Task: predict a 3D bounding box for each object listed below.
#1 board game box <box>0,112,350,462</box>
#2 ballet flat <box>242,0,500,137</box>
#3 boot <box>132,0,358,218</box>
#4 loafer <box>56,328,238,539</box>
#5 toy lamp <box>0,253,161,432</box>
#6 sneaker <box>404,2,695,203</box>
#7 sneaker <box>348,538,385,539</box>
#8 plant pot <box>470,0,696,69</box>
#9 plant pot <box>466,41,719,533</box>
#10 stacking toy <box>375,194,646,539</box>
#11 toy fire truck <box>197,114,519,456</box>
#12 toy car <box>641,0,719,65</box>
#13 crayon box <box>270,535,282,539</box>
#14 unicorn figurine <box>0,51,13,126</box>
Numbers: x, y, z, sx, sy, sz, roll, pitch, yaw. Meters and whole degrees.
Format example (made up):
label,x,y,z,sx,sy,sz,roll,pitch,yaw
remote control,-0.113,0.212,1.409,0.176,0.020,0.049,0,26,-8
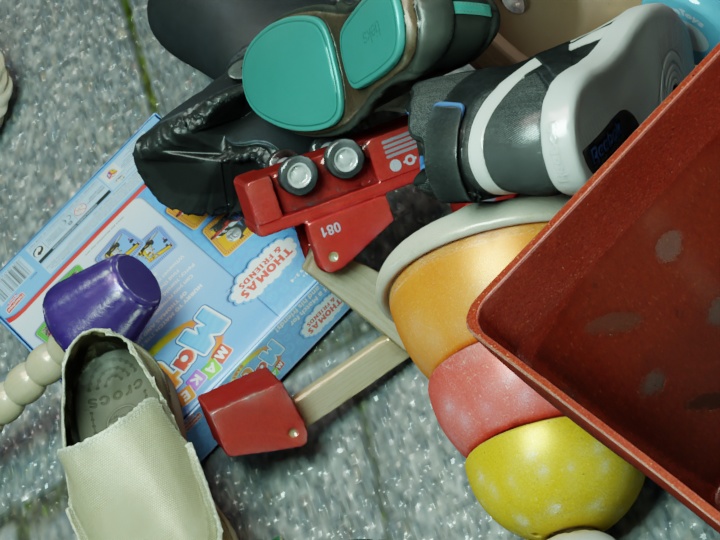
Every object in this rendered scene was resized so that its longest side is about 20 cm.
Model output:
label,x,y,z,sx,sy,sz,roll,pitch,yaw
board game box,-0.110,0.013,1.440,0.151,0.037,0.200,-45,43,-6
ballet flat,0.009,-0.105,1.288,0.200,0.068,0.068,-7,90,64
boot,-0.080,-0.106,1.453,0.199,0.077,0.168,13,41,33
loafer,-0.113,0.106,1.272,0.075,0.068,0.200,-30,45,3
toy lamp,-0.184,0.062,1.394,0.200,0.058,0.058,-39,41,24
sneaker,0.084,-0.081,1.234,0.111,0.074,0.200,-4,12,25
sneaker,-0.028,0.163,1.176,0.091,0.199,0.076,161,102,-64
plant pot,0.101,-0.160,1.368,0.093,0.200,0.202,-41,27,56
plant pot,0.202,0.042,1.112,0.200,0.176,0.200,-45,45,-7
stacking toy,0.087,0.077,1.216,0.145,0.146,0.201,-16,64,22
toy fire truck,0.000,0.000,1.332,0.199,0.142,0.049,-20,11,-9
toy car,0.238,-0.202,1.244,0.176,0.200,0.185,30,71,25
crayon box,-0.124,0.209,1.283,0.199,0.051,0.127,-28,45,11
unicorn figurine,-0.273,-0.063,1.594,0.137,0.074,0.201,-20,61,6
